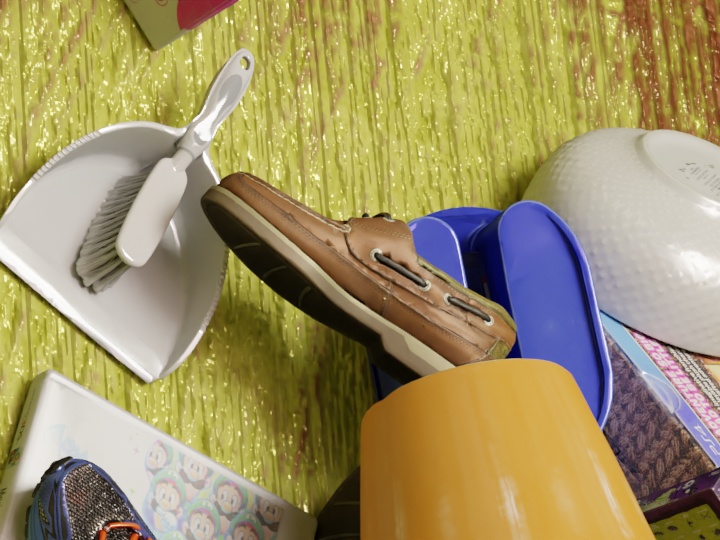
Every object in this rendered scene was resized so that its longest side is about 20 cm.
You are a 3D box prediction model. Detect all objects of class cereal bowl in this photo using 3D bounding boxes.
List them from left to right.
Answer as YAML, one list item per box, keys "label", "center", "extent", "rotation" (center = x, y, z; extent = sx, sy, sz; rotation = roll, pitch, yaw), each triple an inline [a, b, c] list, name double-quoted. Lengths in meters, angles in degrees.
- label: "cereal bowl"
  center: [0.209, -0.033, 1.862]
  extent: [0.200, 0.083, 0.200]
  rotation: [20, 26, -10]

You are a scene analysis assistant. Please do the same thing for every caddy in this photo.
- label: "caddy"
  center: [0.077, 0.051, 1.755]
  extent: [0.141, 0.105, 0.200]
  rotation: [-9, 75, -7]

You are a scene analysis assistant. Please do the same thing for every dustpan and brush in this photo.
- label: "dustpan and brush"
  center: [-0.116, -0.053, 1.670]
  extent: [0.140, 0.057, 0.200]
  rotation: [41, 50, -20]

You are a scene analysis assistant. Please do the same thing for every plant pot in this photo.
- label: "plant pot"
  center: [0.079, 0.156, 1.578]
  extent: [0.200, 0.200, 0.184]
  rotation: [6, 61, -39]

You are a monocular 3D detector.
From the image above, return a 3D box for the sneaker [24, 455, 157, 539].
- label: "sneaker"
  center: [-0.105, 0.183, 1.533]
  extent: [0.200, 0.078, 0.075]
  rotation: [56, 45, -8]

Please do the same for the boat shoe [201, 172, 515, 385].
- label: "boat shoe"
  center: [0.000, 0.000, 1.658]
  extent: [0.200, 0.072, 0.068]
  rotation: [39, 76, -12]

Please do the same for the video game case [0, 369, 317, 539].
- label: "video game case"
  center: [-0.122, 0.177, 1.592]
  extent: [0.200, 0.024, 0.182]
  rotation: [32, 54, -27]

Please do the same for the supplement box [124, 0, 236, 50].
- label: "supplement box"
  center: [-0.119, -0.252, 1.726]
  extent: [0.103, 0.101, 0.200]
  rotation: [-36, 97, -44]

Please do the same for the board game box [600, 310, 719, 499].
- label: "board game box"
  center: [0.235, 0.113, 1.833]
  extent: [0.200, 0.097, 0.160]
  rotation: [2, 39, -40]

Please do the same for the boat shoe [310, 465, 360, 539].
- label: "boat shoe"
  center: [-0.001, 0.207, 1.660]
  extent: [0.068, 0.072, 0.200]
  rotation: [35, 62, -30]

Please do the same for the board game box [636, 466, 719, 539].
- label: "board game box"
  center: [0.180, 0.195, 1.724]
  extent: [0.120, 0.200, 0.032]
  rotation: [55, 45, -9]
